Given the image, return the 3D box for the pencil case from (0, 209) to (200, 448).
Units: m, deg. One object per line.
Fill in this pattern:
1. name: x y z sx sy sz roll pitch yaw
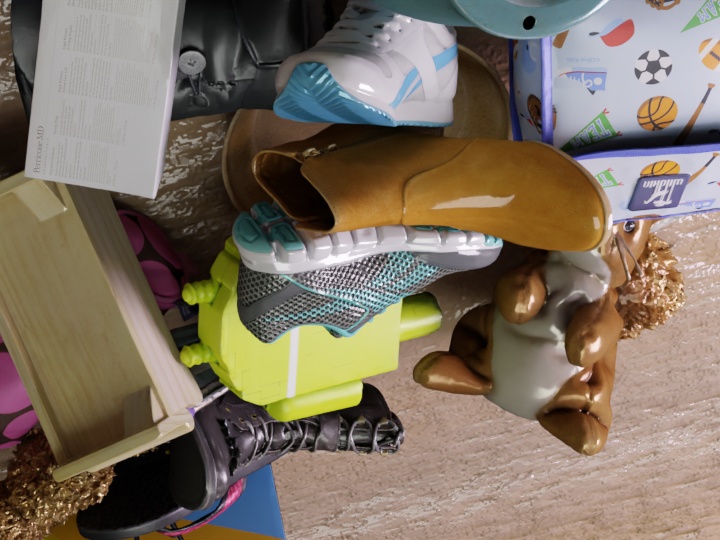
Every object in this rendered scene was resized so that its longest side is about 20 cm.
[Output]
1. pencil case: -0.207 0.046 1.538 0.200 0.091 0.094 -37 166 24

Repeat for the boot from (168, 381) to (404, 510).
1. boot: -0.053 0.114 1.584 0.174 0.200 0.069 3 110 -11

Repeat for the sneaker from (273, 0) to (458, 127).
1. sneaker: 0.003 -0.127 1.319 0.076 0.200 0.081 6 97 19

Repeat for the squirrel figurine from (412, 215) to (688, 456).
1. squirrel figurine: 0.156 0.010 1.573 0.200 0.142 0.187 -17 129 -67

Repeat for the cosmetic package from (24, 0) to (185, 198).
1. cosmetic package: -0.147 -0.148 1.306 0.083 0.051 0.200 9 115 -3

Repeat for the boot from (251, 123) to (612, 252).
1. boot: 0.040 -0.043 1.361 0.144 0.201 0.071 -19 123 -41

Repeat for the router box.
1. router box: -0.159 0.205 1.661 0.200 0.149 0.051 -8 141 -8

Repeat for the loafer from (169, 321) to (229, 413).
1. loafer: -0.081 0.065 1.545 0.200 0.063 0.072 -14 161 -47

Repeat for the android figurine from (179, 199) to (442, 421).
1. android figurine: -0.032 0.020 1.482 0.200 0.041 0.182 -14 120 -30

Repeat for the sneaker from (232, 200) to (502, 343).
1. sneaker: 0.000 0.000 1.431 0.200 0.078 0.091 -4 121 -30

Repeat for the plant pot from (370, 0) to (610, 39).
1. plant pot: 0.061 -0.223 1.215 0.200 0.188 0.200 -13 121 -22

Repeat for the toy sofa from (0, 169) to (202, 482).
1. toy sofa: -0.186 0.029 1.425 0.083 0.098 0.200 -24 91 15

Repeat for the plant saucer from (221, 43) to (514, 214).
1. plant saucer: 0.003 -0.094 1.483 0.200 0.035 0.200 -8 136 -8

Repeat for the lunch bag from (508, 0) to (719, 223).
1. lunch bag: 0.185 -0.120 1.420 0.170 0.124 0.200 -6 122 -6

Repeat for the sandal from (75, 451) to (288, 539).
1. sandal: -0.120 0.162 1.630 0.200 0.075 0.045 -26 124 -37

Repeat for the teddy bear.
1. teddy bear: -0.220 0.137 1.586 0.200 0.145 0.067 -36 117 15

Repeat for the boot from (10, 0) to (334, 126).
1. boot: -0.119 -0.168 1.359 0.200 0.066 0.165 0 113 5
